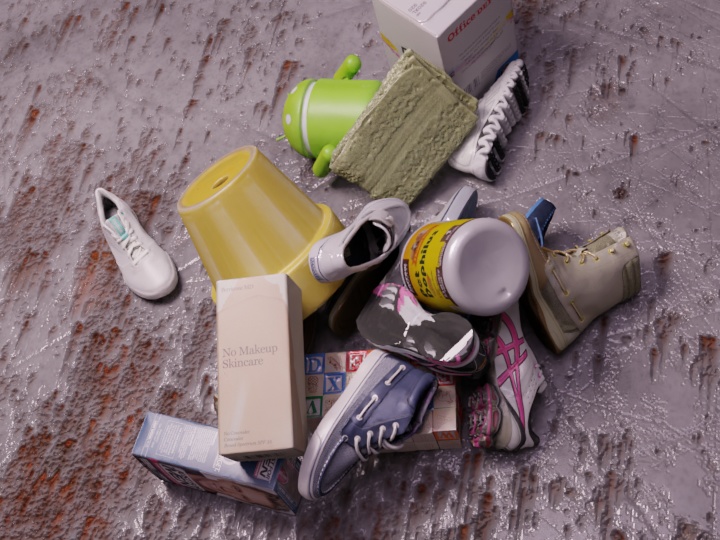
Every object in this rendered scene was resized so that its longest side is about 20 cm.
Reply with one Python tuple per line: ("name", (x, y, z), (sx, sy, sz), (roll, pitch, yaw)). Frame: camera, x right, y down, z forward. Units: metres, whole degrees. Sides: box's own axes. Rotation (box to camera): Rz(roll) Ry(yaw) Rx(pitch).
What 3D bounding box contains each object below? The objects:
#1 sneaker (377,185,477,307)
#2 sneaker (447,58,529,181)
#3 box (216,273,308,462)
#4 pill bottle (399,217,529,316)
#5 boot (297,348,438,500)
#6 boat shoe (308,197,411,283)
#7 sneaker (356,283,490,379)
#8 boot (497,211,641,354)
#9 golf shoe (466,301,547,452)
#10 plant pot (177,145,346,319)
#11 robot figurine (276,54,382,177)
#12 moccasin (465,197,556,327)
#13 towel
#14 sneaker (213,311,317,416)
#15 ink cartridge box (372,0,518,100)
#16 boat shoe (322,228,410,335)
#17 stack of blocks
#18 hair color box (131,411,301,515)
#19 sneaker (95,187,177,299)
("sneaker", (0.089, -0.038, 1.344), (0.070, 0.073, 0.202), (26, 70, 23))
("sneaker", (0.186, -0.224, 1.433), (0.080, 0.075, 0.202), (12, 63, 31))
("box", (-0.115, 0.114, 1.161), (0.093, 0.078, 0.204), (-8, 73, 8))
("pill bottle", (0.115, -0.005, 1.201), (0.107, 0.200, 0.112), (0, 90, -18))
("boot", (0.010, 0.188, 1.160), (0.089, 0.073, 0.202), (19, 66, 30))
("boat shoe", (0.018, -0.039, 1.264), (0.065, 0.075, 0.200), (-10, 22, 41))
("sneaker", (0.076, 0.086, 1.204), (0.081, 0.086, 0.199), (-52, 41, -8))
("boot", (0.258, -0.016, 1.222), (0.153, 0.202, 0.072), (-32, 27, -8))
("golf shoe", (0.181, 0.117, 1.217), (0.090, 0.073, 0.205), (7, 80, -12))
("plant pot", (-0.134, -0.047, 1.296), (0.198, 0.190, 0.202), (-29, 26, 15))
("robot figurine", (-0.026, -0.219, 1.457), (0.196, 0.116, 0.179), (6, 70, 19))
("moccasin", (0.207, 0.005, 1.294), (0.067, 0.080, 0.202), (29, 87, 13))
("towel", (0.062, -0.188, 1.379), (0.201, 0.147, 0.037), (-53, 24, 9))
("sneaker", (-0.122, 0.114, 1.310), (0.069, 0.076, 0.202), (20, 68, 25))
("ink cartridge box", (0.125, -0.345, 1.439), (0.147, 0.201, 0.144), (-43, 59, -13))
("boat shoe", (0.000, 0.000, 1.353), (0.064, 0.074, 0.201), (18, 56, 29))
("stack of blocks", (0.027, 0.163, 1.250), (0.195, 0.059, 0.117), (-5, 59, 12))
("hair color box", (-0.172, 0.239, 1.235), (0.196, 0.101, 0.062), (9, 63, 20))
("sneaker", (-0.339, -0.042, 1.454), (0.075, 0.089, 0.200), (-36, 58, -10))
